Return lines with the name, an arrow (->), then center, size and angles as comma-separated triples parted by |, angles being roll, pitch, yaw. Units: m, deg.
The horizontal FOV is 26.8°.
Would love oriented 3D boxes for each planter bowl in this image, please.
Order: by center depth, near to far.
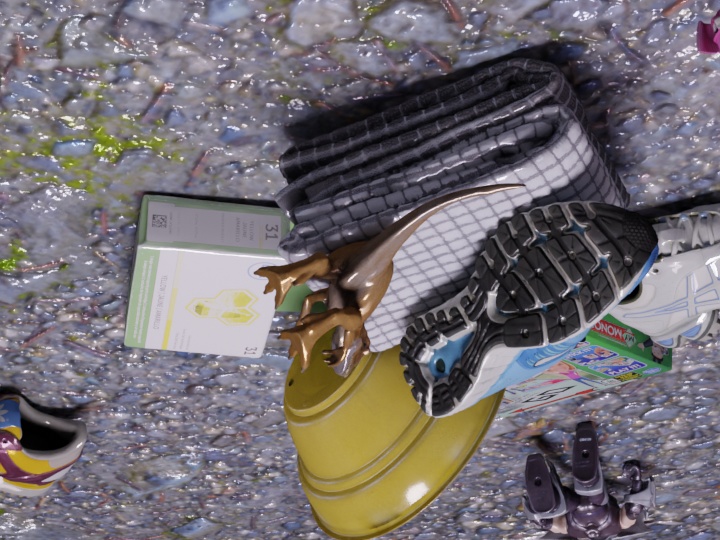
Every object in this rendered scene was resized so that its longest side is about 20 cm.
planter bowl -> 0.005, 0.081, 1.062 | 0.083, 0.201, 0.200 | 38, 134, -25

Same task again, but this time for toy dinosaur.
toy dinosaur -> 0.000, 0.000, 0.862 | 0.106, 0.061, 0.200 | -26, 164, -32

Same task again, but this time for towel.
towel -> 0.059, -0.038, 0.941 | 0.199, 0.086, 0.166 | -20, 148, 15

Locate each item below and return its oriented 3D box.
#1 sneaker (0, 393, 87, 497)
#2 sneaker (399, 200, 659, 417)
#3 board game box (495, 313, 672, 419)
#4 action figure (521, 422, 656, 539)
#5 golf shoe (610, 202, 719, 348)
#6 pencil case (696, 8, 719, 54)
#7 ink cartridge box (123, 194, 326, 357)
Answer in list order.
sneaker -> -0.322, 0.130, 1.233 | 0.199, 0.075, 0.090 | 12, 140, -37
sneaker -> 0.108, 0.017, 0.917 | 0.090, 0.079, 0.200 | -10, 160, -43
board game box -> 0.121, 0.069, 1.169 | 0.134, 0.029, 0.199 | 19, 153, -34
action figure -> 0.212, 0.213, 1.425 | 0.129, 0.070, 0.200 | -18, 152, 11
golf shoe -> 0.231, -0.010, 1.026 | 0.097, 0.079, 0.200 | 17, 144, -21
pencil case -> 0.251, -0.161, 0.750 | 0.093, 0.091, 0.200 | 18, 145, -8
ink cartridge box -> -0.061, 0.009, 1.060 | 0.198, 0.048, 0.146 | 6, 149, -10
